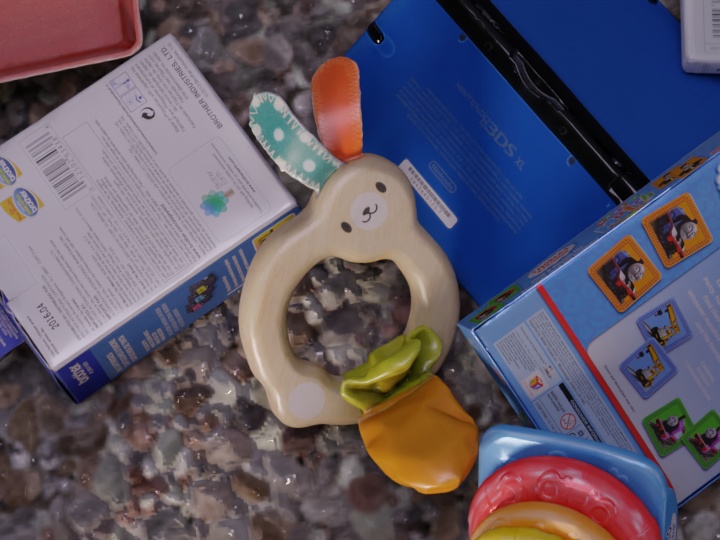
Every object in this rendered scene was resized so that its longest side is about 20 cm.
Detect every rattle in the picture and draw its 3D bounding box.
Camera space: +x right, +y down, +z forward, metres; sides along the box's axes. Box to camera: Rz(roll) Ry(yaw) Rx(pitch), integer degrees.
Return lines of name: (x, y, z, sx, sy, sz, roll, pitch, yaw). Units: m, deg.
rattle: (0.000, 0.000, 1.267, 0.130, 0.143, 0.200, 2, 107, -1)

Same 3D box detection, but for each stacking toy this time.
stacking toy: (0.081, 0.176, 1.199, 0.110, 0.116, 0.200, 12, 33, 20)

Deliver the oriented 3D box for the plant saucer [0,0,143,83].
plant saucer: (-0.229, -0.197, 1.414, 0.200, 0.037, 0.200, -11, 75, 10)

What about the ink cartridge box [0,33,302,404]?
ink cartridge box: (-0.149, -0.021, 1.360, 0.200, 0.076, 0.137, -34, 71, -8)

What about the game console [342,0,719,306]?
game console: (0.106, -0.088, 1.388, 0.171, 0.118, 0.200, -47, 70, 22)

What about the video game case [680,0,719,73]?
video game case: (0.277, -0.207, 1.400, 0.181, 0.023, 0.200, 1, 70, -1)

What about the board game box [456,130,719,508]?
board game box: (0.175, 0.032, 1.293, 0.200, 0.037, 0.151, -35, 103, -6)
